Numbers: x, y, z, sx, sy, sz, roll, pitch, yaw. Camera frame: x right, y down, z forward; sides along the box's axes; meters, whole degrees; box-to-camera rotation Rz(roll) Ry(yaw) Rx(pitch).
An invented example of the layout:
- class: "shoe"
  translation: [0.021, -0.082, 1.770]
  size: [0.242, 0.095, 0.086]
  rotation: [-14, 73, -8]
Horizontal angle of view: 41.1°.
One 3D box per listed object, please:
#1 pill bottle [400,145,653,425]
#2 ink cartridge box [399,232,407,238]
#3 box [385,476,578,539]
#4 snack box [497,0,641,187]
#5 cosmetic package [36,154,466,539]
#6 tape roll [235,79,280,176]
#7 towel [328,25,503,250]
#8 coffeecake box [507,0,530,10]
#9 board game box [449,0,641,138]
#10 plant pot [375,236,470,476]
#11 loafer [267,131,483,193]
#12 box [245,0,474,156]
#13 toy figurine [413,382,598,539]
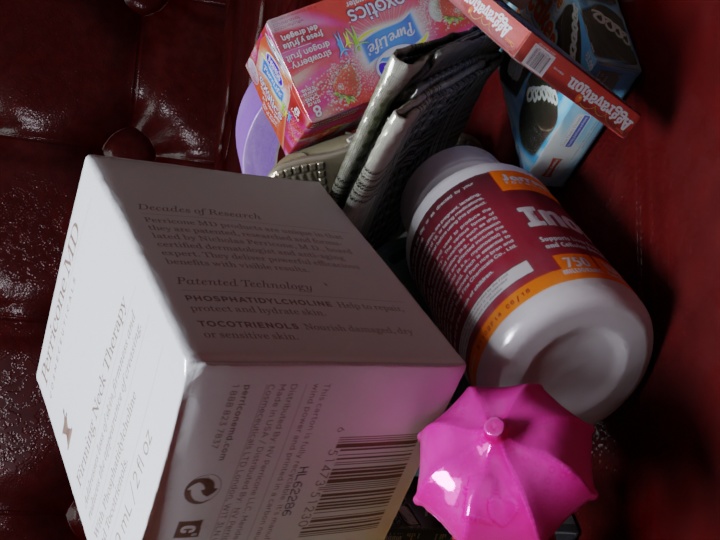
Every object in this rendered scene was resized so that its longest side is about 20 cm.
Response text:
- class: "pill bottle"
  translation: [0.095, 0.003, 0.628]
  size: [0.201, 0.111, 0.115]
  rotation: [-117, 36, -51]
- class: "ink cartridge box"
  translation: [-0.020, -0.012, 0.960]
  size: [0.201, 0.170, 0.044]
  rotation: [118, 148, -53]
- class: "box"
  translation: [0.046, 0.236, 0.673]
  size: [0.050, 0.155, 0.203]
  rotation: [-111, 30, -57]
- class: "snack box"
  translation: [0.139, -0.177, 0.704]
  size: [0.117, 0.036, 0.203]
  rotation: [116, 155, -50]
- class: "cosmetic package"
  translation: [-0.077, 0.059, 0.564]
  size: [0.200, 0.164, 0.170]
  rotation: [50, 128, 46]
- class: "tape roll"
  translation: [-0.026, -0.126, 0.980]
  size: [0.085, 0.196, 0.203]
  rotation: [-112, 32, -59]
- class: "towel"
  translation: [0.036, -0.082, 0.701]
  size: [0.192, 0.034, 0.202]
  rotation: [-34, -25, -54]
- class: "coffeecake box"
  translation: [0.075, -0.288, 0.603]
  size: [0.154, 0.198, 0.074]
  rotation: [-46, 33, 30]
- class: "board game box"
  translation: [0.090, -0.157, 0.609]
  size: [0.020, 0.102, 0.201]
  rotation: [-51, 37, 18]
- class: "plant pot"
  translation: [0.028, 0.091, 0.757]
  size: [0.197, 0.197, 0.203]
  rotation: [123, 150, -43]
- class: "loafer"
  translation: [0.011, -0.092, 0.838]
  size: [0.069, 0.196, 0.077]
  rotation: [-112, 18, -60]
- class: "box"
  translation: [0.009, -0.189, 0.851]
  size: [0.097, 0.197, 0.100]
  rotation: [64, 160, 2]
- class: "toy figurine"
  translation: [0.086, 0.149, 0.517]
  size: [0.200, 0.147, 0.188]
  rotation: [-93, -7, -84]
